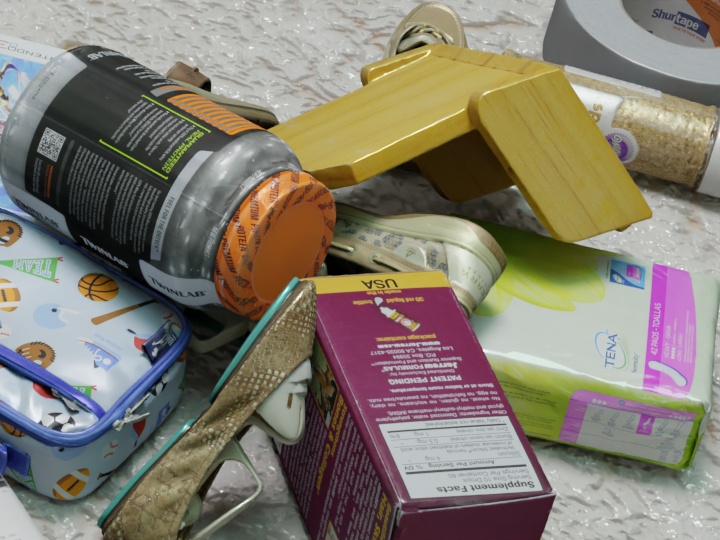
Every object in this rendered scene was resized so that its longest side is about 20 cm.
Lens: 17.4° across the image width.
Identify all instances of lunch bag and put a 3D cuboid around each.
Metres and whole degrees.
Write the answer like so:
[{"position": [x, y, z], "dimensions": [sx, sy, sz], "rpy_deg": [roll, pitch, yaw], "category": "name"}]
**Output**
[{"position": [-0.211, 0.052, 1.463], "dimensions": [0.200, 0.076, 0.160], "rpy_deg": [27, 42, 17], "category": "lunch bag"}]

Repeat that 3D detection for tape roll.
[{"position": [0.252, -0.185, 1.904], "dimensions": [0.200, 0.066, 0.200], "rpy_deg": [9, 40, -7], "category": "tape roll"}]

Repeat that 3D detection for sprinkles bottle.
[{"position": [0.197, -0.112, 1.796], "dimensions": [0.200, 0.068, 0.068], "rpy_deg": [15, 39, 2], "category": "sprinkles bottle"}]

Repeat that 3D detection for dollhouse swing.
[{"position": [0.054, -0.059, 1.618], "dimensions": [0.176, 0.182, 0.200], "rpy_deg": [-41, 23, -12], "category": "dollhouse swing"}]

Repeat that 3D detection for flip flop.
[{"position": [-0.137, -0.119, 1.642], "dimensions": [0.200, 0.081, 0.058], "rpy_deg": [14, 54, -39], "category": "flip flop"}]

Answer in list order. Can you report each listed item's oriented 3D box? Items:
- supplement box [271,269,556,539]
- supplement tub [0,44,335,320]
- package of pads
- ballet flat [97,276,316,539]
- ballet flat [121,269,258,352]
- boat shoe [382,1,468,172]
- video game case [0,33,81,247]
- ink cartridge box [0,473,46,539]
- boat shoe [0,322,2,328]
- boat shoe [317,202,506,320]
[{"position": [0.025, 0.112, 1.419], "dimensions": [0.103, 0.131, 0.200], "rpy_deg": [-3, 43, -21], "category": "supplement box"}, {"position": [-0.121, -0.053, 1.489], "dimensions": [0.200, 0.123, 0.123], "rpy_deg": [30, 40, 28], "category": "supplement tub"}, {"position": [0.139, 0.049, 1.582], "dimensions": [0.200, 0.068, 0.155], "rpy_deg": [13, 38, 2], "category": "package of pads"}, {"position": [-0.073, 0.098, 1.392], "dimensions": [0.065, 0.200, 0.071], "rpy_deg": [38, 4, 6], "category": "ballet flat"}, {"position": [-0.073, 0.037, 1.542], "dimensions": [0.200, 0.067, 0.070], "rpy_deg": [26, 60, 16], "category": "ballet flat"}, {"position": [0.051, -0.156, 1.804], "dimensions": [0.072, 0.065, 0.200], "rpy_deg": [16, 39, 1], "category": "boat shoe"}, {"position": [-0.265, -0.095, 1.644], "dimensions": [0.181, 0.045, 0.200], "rpy_deg": [13, 39, -1], "category": "video game case"}, {"position": [-0.259, 0.168, 1.296], "dimensions": [0.145, 0.084, 0.200], "rpy_deg": [-14, 47, -33], "category": "ink cartridge box"}, {"position": [-0.277, -0.013, 1.408], "dimensions": [0.084, 0.069, 0.200], "rpy_deg": [-10, 45, -39], "category": "boat shoe"}, {"position": [0.000, 0.000, 1.550], "dimensions": [0.200, 0.073, 0.063], "rpy_deg": [0, 49, 41], "category": "boat shoe"}]
